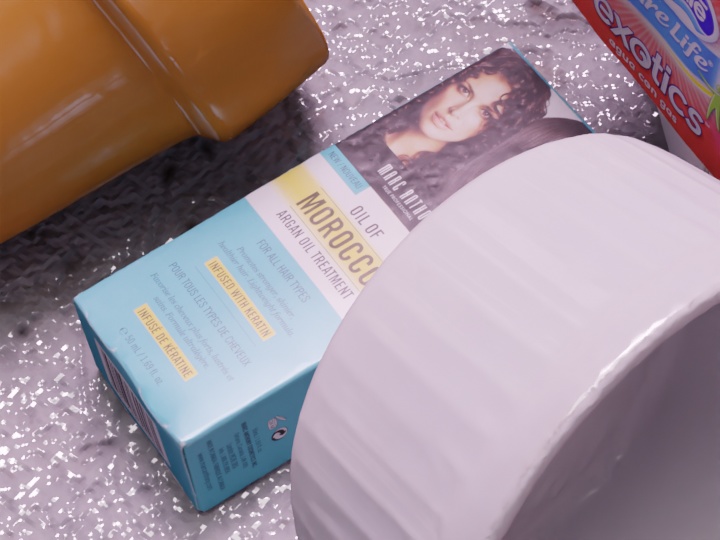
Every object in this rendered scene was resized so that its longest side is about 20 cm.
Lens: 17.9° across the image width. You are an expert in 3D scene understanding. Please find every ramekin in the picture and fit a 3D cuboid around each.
[{"bbox_3d":[0.072,0.055,0.728,0.200,0.201,0.098,-36,51,-18],"label":"ramekin"}]

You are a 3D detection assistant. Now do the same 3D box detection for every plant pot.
[{"bbox_3d":[-0.143,-0.098,0.873,0.183,0.200,0.200,-41,59,-2],"label":"plant pot"}]

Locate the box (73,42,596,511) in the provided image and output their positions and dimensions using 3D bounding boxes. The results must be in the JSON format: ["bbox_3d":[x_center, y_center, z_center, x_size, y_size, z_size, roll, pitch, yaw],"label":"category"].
[{"bbox_3d":[0.000,0.000,0.860,0.199,0.049,0.082,-31,58,-15],"label":"box"}]

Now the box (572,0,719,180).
[{"bbox_3d":[0.140,-0.107,0.770,0.102,0.095,0.201,-29,67,-15],"label":"box"}]

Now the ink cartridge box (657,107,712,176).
[{"bbox_3d":[0.206,-0.108,0.870,0.198,0.083,0.148,-9,64,-5],"label":"ink cartridge box"}]
